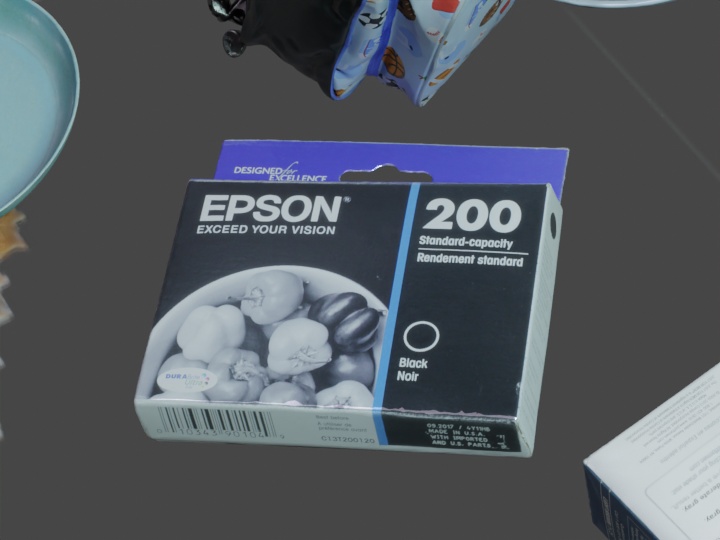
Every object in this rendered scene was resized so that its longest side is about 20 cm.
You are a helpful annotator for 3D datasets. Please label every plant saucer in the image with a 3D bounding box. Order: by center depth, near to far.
[{"bbox_3d":[-0.252,-0.082,1.388,0.200,0.027,0.201,-5,54,7],"label":"plant saucer"}]

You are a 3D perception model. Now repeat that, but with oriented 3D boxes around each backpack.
[{"bbox_3d":[0.027,-0.197,1.322,0.154,0.200,0.191,30,69,-2],"label":"backpack"}]

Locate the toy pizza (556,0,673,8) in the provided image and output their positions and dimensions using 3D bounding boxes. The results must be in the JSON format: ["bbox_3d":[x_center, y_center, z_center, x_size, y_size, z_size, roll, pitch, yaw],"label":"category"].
[{"bbox_3d":[0.152,-0.231,1.419,0.200,0.032,0.201,-5,53,7],"label":"toy pizza"}]

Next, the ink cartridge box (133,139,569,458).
[{"bbox_3d":[0.000,0.000,1.270,0.198,0.043,0.200,1,53,12],"label":"ink cartridge box"}]

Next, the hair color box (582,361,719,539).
[{"bbox_3d":[0.201,0.138,1.117,0.100,0.061,0.200,-34,55,-14],"label":"hair color box"}]
